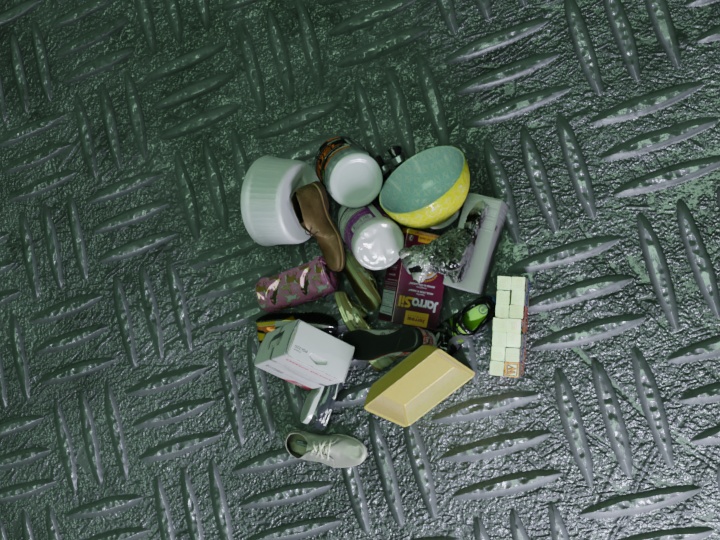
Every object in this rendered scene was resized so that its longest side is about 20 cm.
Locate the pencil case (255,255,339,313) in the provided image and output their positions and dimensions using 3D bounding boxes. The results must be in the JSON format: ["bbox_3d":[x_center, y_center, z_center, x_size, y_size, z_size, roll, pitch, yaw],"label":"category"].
[{"bbox_3d":[-0.145,0.033,1.756,0.198,0.083,0.087,-21,62,25],"label":"pencil case"}]

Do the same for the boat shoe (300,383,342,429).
[{"bbox_3d":[-0.070,0.256,1.738,0.060,0.076,0.202,27,84,-19],"label":"boat shoe"}]

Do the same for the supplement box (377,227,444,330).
[{"bbox_3d":[0.117,0.018,1.655,0.109,0.086,0.203,10,89,-19],"label":"supplement box"}]

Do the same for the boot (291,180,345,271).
[{"bbox_3d":[-0.094,-0.086,1.674,0.073,0.075,0.202,-14,98,51],"label":"boot"}]

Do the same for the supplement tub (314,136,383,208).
[{"bbox_3d":[-0.032,-0.220,1.682,0.121,0.200,0.124,-5,112,-14],"label":"supplement tub"}]

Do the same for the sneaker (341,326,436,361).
[{"bbox_3d":[0.063,0.160,1.650,0.200,0.108,0.068,-10,74,32],"label":"sneaker"}]

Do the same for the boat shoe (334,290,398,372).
[{"bbox_3d":[0.010,0.126,1.719,0.062,0.073,0.201,-32,88,6],"label":"boat shoe"}]

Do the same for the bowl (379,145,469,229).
[{"bbox_3d":[0.149,-0.151,1.601,0.199,0.108,0.201,-25,36,20],"label":"bowl"}]

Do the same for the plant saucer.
[{"bbox_3d":[0.118,0.233,1.616,0.199,0.200,0.049,-39,54,12],"label":"plant saucer"}]

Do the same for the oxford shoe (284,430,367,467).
[{"bbox_3d":[-0.083,0.399,1.731,0.198,0.058,0.076,7,85,17],"label":"oxford shoe"}]

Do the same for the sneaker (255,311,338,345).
[{"bbox_3d":[-0.142,0.148,1.774,0.198,0.070,0.091,1,106,16],"label":"sneaker"}]

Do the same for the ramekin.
[{"bbox_3d":[-0.167,-0.152,1.718,0.097,0.200,0.203,5,87,31],"label":"ramekin"}]

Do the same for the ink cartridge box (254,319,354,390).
[{"bbox_3d":[-0.122,0.183,1.649,0.145,0.200,0.086,28,68,-19],"label":"ink cartridge box"}]

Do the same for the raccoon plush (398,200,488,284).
[{"bbox_3d":[0.164,-0.060,1.570,0.133,0.097,0.201,20,63,20],"label":"raccoon plush"}]

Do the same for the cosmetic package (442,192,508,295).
[{"bbox_3d":[0.243,-0.053,1.632,0.089,0.107,0.202,12,91,18],"label":"cosmetic package"}]

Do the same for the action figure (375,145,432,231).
[{"bbox_3d":[0.104,-0.175,1.711,0.129,0.069,0.202,-29,81,7],"label":"action figure"}]

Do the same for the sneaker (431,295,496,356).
[{"bbox_3d":[0.207,0.122,1.642,0.199,0.083,0.071,-41,75,13],"label":"sneaker"}]

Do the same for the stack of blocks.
[{"bbox_3d":[0.308,0.114,1.592,0.058,0.115,0.203,3,86,18],"label":"stack of blocks"}]

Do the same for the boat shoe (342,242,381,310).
[{"bbox_3d":[0.000,0.001,1.706,0.063,0.074,0.201,-26,50,-11],"label":"boat shoe"}]

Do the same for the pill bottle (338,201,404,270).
[{"bbox_3d":[0.014,-0.086,1.661,0.111,0.200,0.114,-6,114,-14],"label":"pill bottle"}]
